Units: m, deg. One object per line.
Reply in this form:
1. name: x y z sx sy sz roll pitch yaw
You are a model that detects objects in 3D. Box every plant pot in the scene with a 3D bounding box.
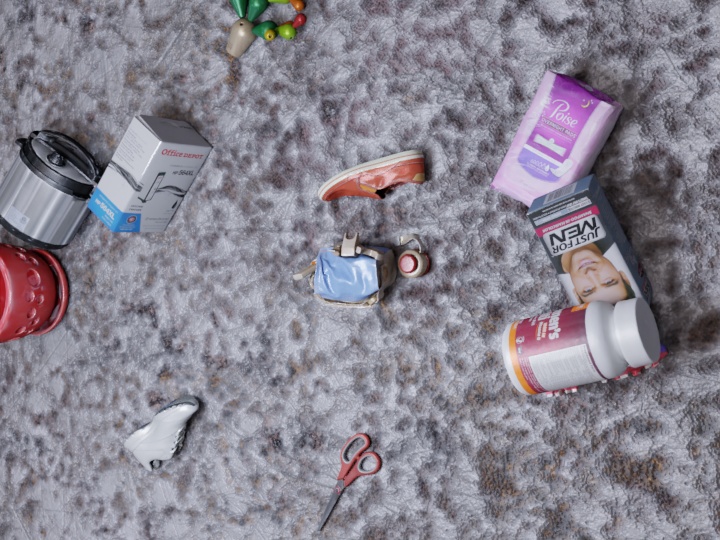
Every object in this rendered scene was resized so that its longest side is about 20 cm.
1. plant pot: -0.699 0.041 2.041 0.199 0.182 0.202 2 94 31

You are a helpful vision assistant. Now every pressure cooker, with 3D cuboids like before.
1. pressure cooker: -0.590 -0.162 1.967 0.201 0.175 0.179 -55 38 18

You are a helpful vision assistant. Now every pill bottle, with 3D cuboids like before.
1. pill bottle: 0.309 0.104 1.434 0.199 0.109 0.111 -17 84 32

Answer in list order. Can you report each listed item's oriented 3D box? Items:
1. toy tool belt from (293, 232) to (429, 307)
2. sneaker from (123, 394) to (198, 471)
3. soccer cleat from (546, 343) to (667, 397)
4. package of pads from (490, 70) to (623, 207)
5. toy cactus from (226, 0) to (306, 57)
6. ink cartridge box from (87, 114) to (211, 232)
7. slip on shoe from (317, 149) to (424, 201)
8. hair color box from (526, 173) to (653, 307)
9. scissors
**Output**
1. toy tool belt: 0.000 0.000 1.662 0.199 0.123 0.126 -6 90 30
2. sneaker: -0.362 0.305 1.931 0.200 0.074 0.087 -41 84 32
3. soccer cleat: 0.348 0.129 1.500 0.199 0.066 0.077 -22 77 32
4. package of pads: 0.290 -0.181 1.511 0.120 0.076 0.201 33 108 21
5. toy cactus: -0.189 -0.445 1.779 0.200 0.102 0.165 42 122 13
6. ink cartridge box: -0.384 -0.173 1.866 0.084 0.146 0.201 43 112 22
7. slip on shoe: 0.017 -0.144 1.678 0.199 0.074 0.062 -15 88 25
8. hair color box: 0.329 -0.024 1.459 0.098 0.061 0.201 -22 107 30
9. scissors: -0.036 0.365 1.767 0.073 0.014 0.200 47 115 17
